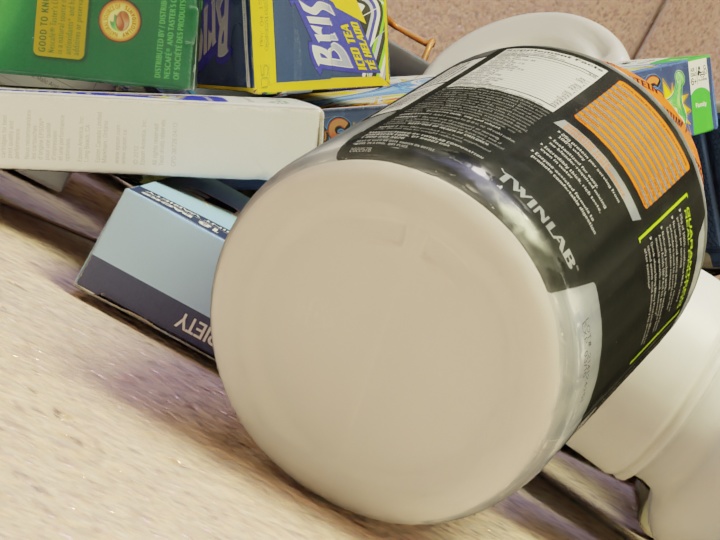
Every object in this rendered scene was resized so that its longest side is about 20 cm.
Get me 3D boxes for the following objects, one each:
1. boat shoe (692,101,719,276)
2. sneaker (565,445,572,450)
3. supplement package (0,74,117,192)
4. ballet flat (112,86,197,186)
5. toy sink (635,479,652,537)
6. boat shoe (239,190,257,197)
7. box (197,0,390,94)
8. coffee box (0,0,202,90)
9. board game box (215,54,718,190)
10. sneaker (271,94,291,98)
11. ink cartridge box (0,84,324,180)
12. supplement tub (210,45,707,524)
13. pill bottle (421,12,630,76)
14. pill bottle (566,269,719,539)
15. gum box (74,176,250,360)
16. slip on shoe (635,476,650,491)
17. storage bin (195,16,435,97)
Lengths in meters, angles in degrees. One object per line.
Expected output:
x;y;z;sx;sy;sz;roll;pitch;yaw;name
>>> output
0.144;-0.030;1.176;0.199;0.073;0.072;-8;-10;31;boat shoe
0.131;0.071;1.289;0.199;0.070;0.082;25;-17;-17;sneaker
-0.150;-0.159;1.195;0.119;0.201;0.121;26;5;-20;supplement package
-0.149;-0.089;1.352;0.074;0.074;0.200;24;5;-39;ballet flat
0.194;0.075;1.140;0.112;0.131;0.200;28;6;0;toy sink
-0.001;0.000;1.207;0.201;0.060;0.072;31;4;25;boat shoe
-0.047;-0.116;1.188;0.064;0.070;0.200;-5;6;-18;box
-0.161;-0.142;1.068;0.199;0.124;0.044;4;7;-2;coffee box
0.034;-0.063;1.137;0.199;0.035;0.135;-1;11;41;board game box
-0.035;-0.054;1.349;0.200;0.096;0.079;33;6;38;sneaker
-0.118;-0.057;1.041;0.199;0.037;0.095;5;5;-8;ink cartridge box
0.042;-0.004;0.870;0.122;0.123;0.200;29;25;13;supplement tub
0.102;-0.020;1.315;0.111;0.111;0.200;33;-25;42;pill bottle
0.178;0.083;0.981;0.200;0.112;0.111;33;5;-3;pill bottle
-0.014;0.021;1.035;0.169;0.045;0.200;29;6;2;gum box
0.102;0.025;1.101;0.076;0.061;0.200;44;7;-44;slip on shoe
-0.002;-0.084;1.662;0.200;0.146;0.134;30;-5;14;storage bin
